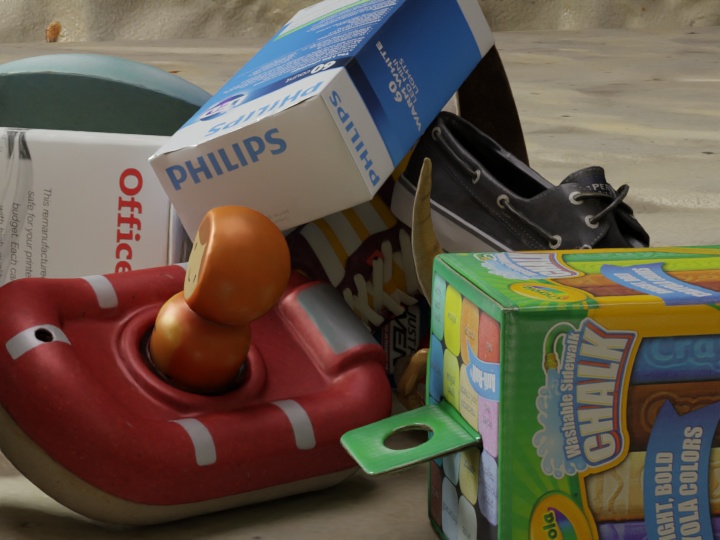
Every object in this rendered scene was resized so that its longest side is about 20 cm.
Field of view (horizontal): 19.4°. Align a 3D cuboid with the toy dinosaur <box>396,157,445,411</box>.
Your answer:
[{"bbox_3d":[0.060,0.036,0.973,0.200,0.106,0.060,40,16,-21],"label":"toy dinosaur"}]

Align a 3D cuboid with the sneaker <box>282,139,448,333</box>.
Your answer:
[{"bbox_3d":[0.000,0.000,1.096,0.090,0.075,0.200,1,48,24],"label":"sneaker"}]

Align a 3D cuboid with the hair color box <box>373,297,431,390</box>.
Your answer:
[{"bbox_3d":[-0.025,0.020,1.216,0.199,0.061,0.100,8,14,28],"label":"hair color box"}]

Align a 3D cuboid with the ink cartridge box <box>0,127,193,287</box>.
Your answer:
[{"bbox_3d":[-0.181,0.000,1.079,0.199,0.147,0.083,4,3,10],"label":"ink cartridge box"}]

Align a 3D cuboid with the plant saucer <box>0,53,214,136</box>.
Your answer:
[{"bbox_3d":[-0.136,-0.073,1.147,0.200,0.039,0.201,6,-24,3],"label":"plant saucer"}]

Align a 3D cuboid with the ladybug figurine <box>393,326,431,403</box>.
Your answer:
[{"bbox_3d":[0.116,0.047,1.066,0.199,0.072,0.136,2,12,4],"label":"ladybug figurine"}]

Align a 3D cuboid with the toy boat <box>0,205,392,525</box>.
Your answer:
[{"bbox_3d":[-0.071,0.027,0.935,0.200,0.131,0.131,-9,46,-37],"label":"toy boat"}]

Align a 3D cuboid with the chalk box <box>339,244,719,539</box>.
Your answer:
[{"bbox_3d":[0.094,0.059,0.879,0.199,0.124,0.125,-1,11,-13],"label":"chalk box"}]

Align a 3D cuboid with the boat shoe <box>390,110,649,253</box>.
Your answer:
[{"bbox_3d":[0.098,-0.021,1.012,0.070,0.066,0.200,2,23,-45],"label":"boat shoe"}]

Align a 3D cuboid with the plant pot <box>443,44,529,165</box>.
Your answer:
[{"bbox_3d":[-0.007,-0.051,1.334,0.199,0.188,0.187,-10,8,16],"label":"plant pot"}]

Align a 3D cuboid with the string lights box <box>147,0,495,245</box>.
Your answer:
[{"bbox_3d":[-0.015,-0.088,1.058,0.103,0.059,0.200,-18,19,29],"label":"string lights box"}]
